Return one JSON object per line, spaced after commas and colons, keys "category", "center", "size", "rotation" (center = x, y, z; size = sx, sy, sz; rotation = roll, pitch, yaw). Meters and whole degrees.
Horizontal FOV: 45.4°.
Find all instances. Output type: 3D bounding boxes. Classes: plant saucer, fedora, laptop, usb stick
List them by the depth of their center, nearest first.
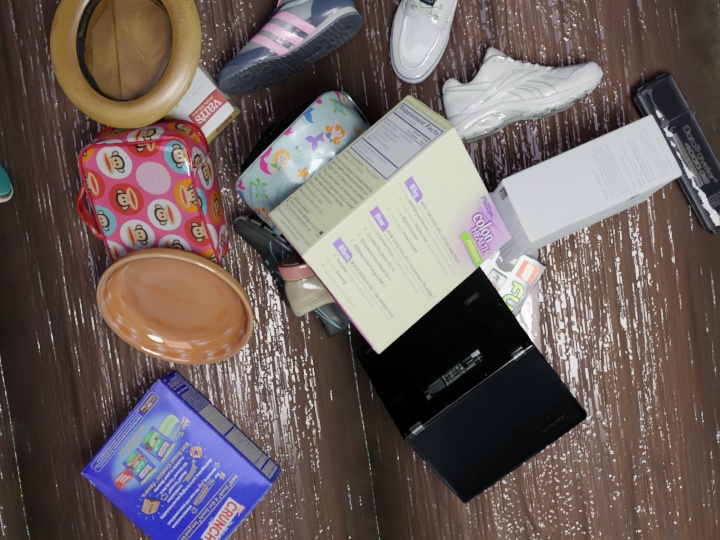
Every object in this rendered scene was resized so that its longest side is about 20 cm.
{"category": "usb stick", "center": [0.393, -0.141, 1.032], "size": [0.055, 0.033, 0.202], "rotation": [-29, 91, 2]}
{"category": "laptop", "center": [0.131, 0.137, 1.034], "size": [0.186, 0.116, 0.201], "rotation": [-37, 60, 8]}
{"category": "fedora", "center": [-0.274, -0.269, 1.040], "size": [0.197, 0.082, 0.204], "rotation": [0, 89, 5]}
{"category": "plant saucer", "center": [-0.229, 0.042, 1.081], "size": [0.197, 0.038, 0.202], "rotation": [5, 135, 5]}

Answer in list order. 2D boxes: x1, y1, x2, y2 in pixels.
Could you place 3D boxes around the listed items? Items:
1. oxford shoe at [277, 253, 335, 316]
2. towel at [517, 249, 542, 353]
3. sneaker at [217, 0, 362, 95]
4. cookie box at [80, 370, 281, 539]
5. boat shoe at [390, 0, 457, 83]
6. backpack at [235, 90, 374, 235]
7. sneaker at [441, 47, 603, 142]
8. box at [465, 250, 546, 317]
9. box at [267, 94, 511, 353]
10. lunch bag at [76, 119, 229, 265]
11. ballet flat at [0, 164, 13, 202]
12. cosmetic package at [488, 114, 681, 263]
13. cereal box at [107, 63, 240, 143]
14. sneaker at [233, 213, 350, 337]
{"category": "oxford shoe", "center": [0.000, 0.000, 1.038], "size": [0.197, 0.070, 0.076], "rotation": [-15, 106, -13]}
{"category": "towel", "center": [0.132, 0.057, 1.084], "size": [0.188, 0.032, 0.203], "rotation": [-3, 94, 8]}
{"category": "sneaker", "center": [-0.098, -0.293, 1.072], "size": [0.198, 0.070, 0.083], "rotation": [-26, 75, 6]}
{"category": "cookie box", "center": [-0.232, 0.264, 1.127], "size": [0.200, 0.075, 0.172], "rotation": [42, 98, 2]}
{"category": "boat shoe", "center": [0.081, -0.329, 1.037], "size": [0.073, 0.067, 0.203], "rotation": [16, 97, 6]}
{"category": "backpack", "center": [-0.054, -0.120, 1.006], "size": [0.177, 0.200, 0.151], "rotation": [-43, 89, 8]}
{"category": "sneaker", "center": [0.187, -0.226, 1.030], "size": [0.197, 0.078, 0.101], "rotation": [-17, 90, 8]}
{"category": "box", "center": [0.129, 0.052, 1.051], "size": [0.109, 0.035, 0.202], "rotation": [31, 97, 5]}
{"category": "box", "center": [0.035, -0.047, 0.923], "size": [0.199, 0.097, 0.176], "rotation": [-40, 132, -2]}
{"category": "lunch bag", "center": [-0.264, -0.079, 1.068], "size": [0.173, 0.082, 0.202], "rotation": [-4, 119, 9]}
{"category": "ballet flat", "center": [-0.538, -0.150, 1.141], "size": [0.069, 0.069, 0.200], "rotation": [-45, 84, 9]}
{"category": "cosmetic package", "center": [0.247, -0.091, 0.984], "size": [0.198, 0.113, 0.082], "rotation": [-25, 81, -8]}
{"category": "cereal box", "center": [-0.270, -0.232, 1.104], "size": [0.144, 0.040, 0.200], "rotation": [-42, 89, 9]}
{"category": "sneaker", "center": [-0.086, 0.004, 1.085], "size": [0.199, 0.075, 0.080], "rotation": [36, 101, 3]}
